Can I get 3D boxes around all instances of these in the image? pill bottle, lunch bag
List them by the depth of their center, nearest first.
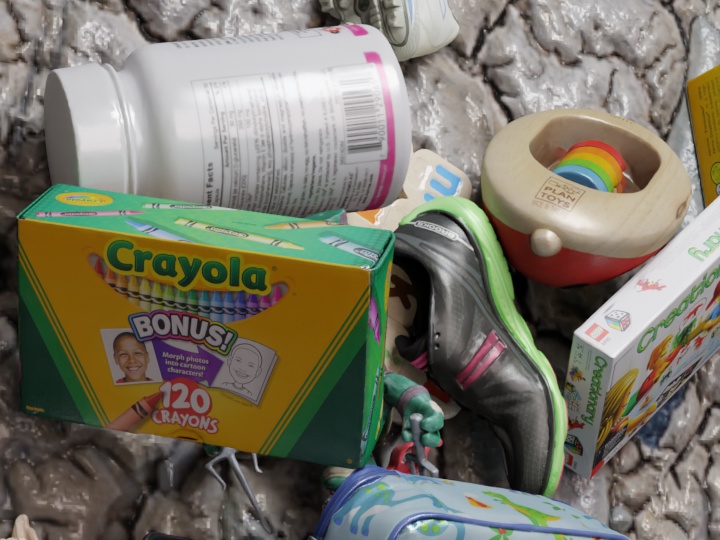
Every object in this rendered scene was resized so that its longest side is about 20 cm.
[{"bbox_3d":[0.051,0.200,1.041,0.199,0.082,0.162,12,98,-38],"label":"lunch bag"},{"bbox_3d":[-0.080,-0.081,1.116,0.199,0.113,0.114,-7,79,-19],"label":"pill bottle"}]

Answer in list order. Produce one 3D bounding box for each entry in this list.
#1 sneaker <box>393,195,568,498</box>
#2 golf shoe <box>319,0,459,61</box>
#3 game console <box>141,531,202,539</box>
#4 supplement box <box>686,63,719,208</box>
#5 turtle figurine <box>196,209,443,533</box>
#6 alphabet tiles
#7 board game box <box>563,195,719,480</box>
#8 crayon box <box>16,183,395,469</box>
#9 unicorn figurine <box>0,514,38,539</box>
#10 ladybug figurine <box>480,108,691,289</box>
[{"bbox_3d":[0.068,0.055,1.182,0.083,0.077,0.201,-22,83,-15],"label":"sneaker"},{"bbox_3d":[0.013,-0.235,1.258,0.097,0.078,0.201,-5,83,-47],"label":"golf shoe"},{"bbox_3d":[-0.038,0.247,1.042,0.171,0.119,0.201,-1,76,-10],"label":"game console"},{"bbox_3d":[0.334,-0.110,1.306,0.108,0.200,0.110,0,75,-28],"label":"supplement box"},{"bbox_3d":[-0.026,0.071,1.108,0.149,0.101,0.201,-15,95,12],"label":"turtle figurine"},{"bbox_3d":[0.000,0.000,1.202,0.195,0.015,0.201,31,63,-17],"label":"alphabet tiles"},{"bbox_3d":[0.204,0.034,1.242,0.035,0.127,0.200,33,55,25],"label":"board game box"},{"bbox_3d":[-0.085,0.029,1.026,0.199,0.119,0.058,8,23,12],"label":"crayon box"},{"bbox_3d":[-0.167,0.237,1.004,0.137,0.074,0.201,37,55,-26],"label":"unicorn figurine"},{"bbox_3d":[0.142,-0.044,1.228,0.135,0.072,0.200,24,29,15],"label":"ladybug figurine"}]
